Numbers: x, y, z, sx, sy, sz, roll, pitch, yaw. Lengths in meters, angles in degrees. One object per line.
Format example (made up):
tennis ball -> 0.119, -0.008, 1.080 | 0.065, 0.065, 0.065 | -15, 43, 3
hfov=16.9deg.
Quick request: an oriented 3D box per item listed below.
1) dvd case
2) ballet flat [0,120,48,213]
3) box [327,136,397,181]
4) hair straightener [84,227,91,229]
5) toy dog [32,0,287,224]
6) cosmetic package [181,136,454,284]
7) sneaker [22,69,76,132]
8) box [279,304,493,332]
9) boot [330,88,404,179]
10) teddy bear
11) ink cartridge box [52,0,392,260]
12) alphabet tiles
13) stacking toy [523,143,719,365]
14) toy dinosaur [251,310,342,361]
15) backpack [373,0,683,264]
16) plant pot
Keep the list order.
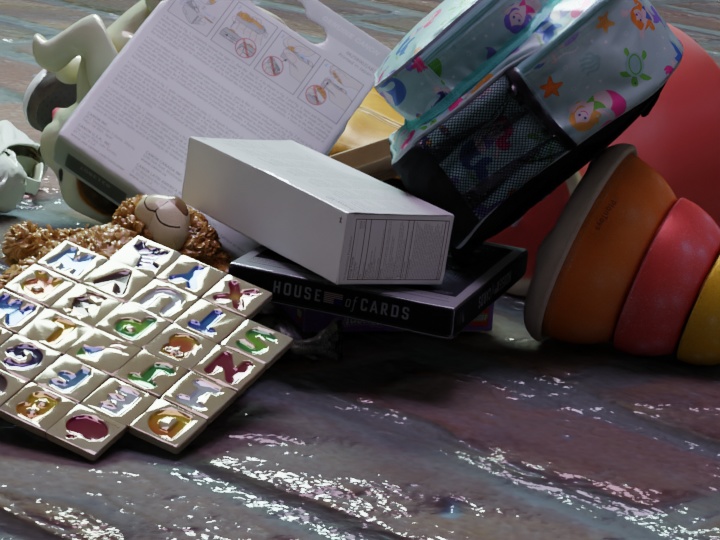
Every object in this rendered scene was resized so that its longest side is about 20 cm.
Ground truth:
dvd case -> 0.015, 0.000, 1.584 | 0.150, 0.025, 0.200 | 11, 14, 15
ballet flat -> -0.288, -0.077, 1.924 | 0.069, 0.070, 0.200 | 5, 13, 5
box -> -0.020, -0.071, 1.843 | 0.199, 0.021, 0.163 | -17, -2, 22
hair straightener -> -0.155, 0.001, 1.700 | 0.077, 0.041, 0.200 | 5, 9, -13
toy dog -> -0.153, -0.126, 1.792 | 0.194, 0.200, 0.140 | 36, -5, -5
cosmetic package -> -0.032, -0.039, 1.557 | 0.082, 0.051, 0.200 | 3, 15, -34
sneaker -> -0.161, -0.120, 1.872 | 0.199, 0.077, 0.082 | 0, 34, -7
box -> 0.000, 0.000, 1.725 | 0.136, 0.039, 0.200 | 0, 14, -16
boot -> 0.028, -0.118, 2.178 | 0.143, 0.071, 0.201 | 17, 21, 23
teddy bear -> -0.169, 0.004, 1.536 | 0.199, 0.067, 0.145 | -19, 31, -23
ink cartridge box -> -0.094, -0.113, 1.704 | 0.162, 0.200, 0.057 | 34, -28, 2
alphabet tiles -> -0.143, 0.042, 1.429 | 0.166, 0.006, 0.200 | 23, 36, 19
stacking toy -> 0.220, 0.018, 1.613 | 0.199, 0.147, 0.146 | 28, 20, 13
toy dinosaur -> -0.056, 0.044, 1.530 | 0.088, 0.048, 0.200 | 0, 16, 2
backpack -> 0.108, -0.123, 1.592 | 0.200, 0.151, 0.178 | -32, 8, 6
plant pot -> 0.160, -0.075, 1.800 | 0.200, 0.201, 0.177 | 15, 28, 37
